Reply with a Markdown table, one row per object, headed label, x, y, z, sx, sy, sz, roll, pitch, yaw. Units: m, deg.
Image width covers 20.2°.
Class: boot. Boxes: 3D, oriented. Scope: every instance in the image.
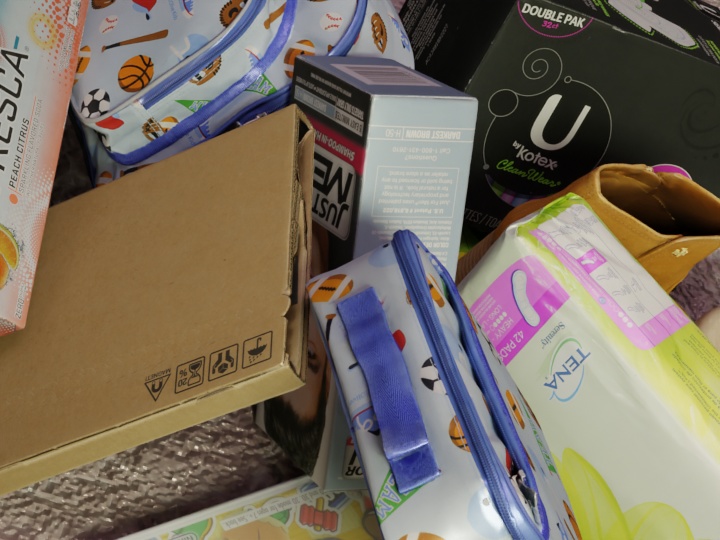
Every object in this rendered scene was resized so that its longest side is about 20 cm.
| label | x | y | z | sx | sy | sz | roll | pitch | yaw |
| --- | --- | --- | --- | --- | --- | --- | --- | --- | --- |
| boot | 0.159 | 0.004 | 1.117 | 0.201 | 0.144 | 0.071 | 17 | 58 | -36 |

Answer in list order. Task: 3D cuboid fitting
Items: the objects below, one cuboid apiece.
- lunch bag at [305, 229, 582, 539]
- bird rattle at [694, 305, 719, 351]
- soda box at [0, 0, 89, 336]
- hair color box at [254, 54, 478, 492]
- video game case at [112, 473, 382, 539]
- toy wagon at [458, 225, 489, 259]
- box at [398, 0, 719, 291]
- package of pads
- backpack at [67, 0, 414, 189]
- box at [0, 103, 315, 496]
| label | x | y | z | sx | sy | sz | roll | pitch | yaw |
| --- | --- | --- | --- | --- | --- | --- | --- | --- | --- |
| lunch bag | 0.043 | 0.086 | 0.884 | 0.075 | 0.160 | 0.200 | -26 | 44 | 5 |
| bird rattle | 0.231 | 0.096 | 1.117 | 0.199 | 0.113 | 0.163 | -25 | 77 | -29 |
| soda box | -0.196 | -0.064 | 1.021 | 0.068 | 0.063 | 0.201 | 32 | 53 | -40 |
| hair color box | 0.000 | 0.000 | 1.018 | 0.060 | 0.201 | 0.099 | -1 | 17 | -24 |
| video game case | -0.008 | 0.180 | 0.978 | 0.199 | 0.023 | 0.182 | -15 | 55 | -36 |
| toy wagon | 0.039 | -0.002 | 1.174 | 0.199 | 0.040 | 0.156 | 5 | 46 | -21 |
| box | 0.123 | -0.100 | 1.193 | 0.199 | 0.149 | 0.124 | 17 | 28 | -26 |
| package of pads | 0.119 | 0.078 | 1.021 | 0.200 | 0.155 | 0.068 | 50 | 43 | 11 |
| backpack | -0.072 | -0.115 | 1.109 | 0.190 | 0.154 | 0.200 | -26 | 51 | 2 |
| box | -0.112 | 0.016 | 0.979 | 0.021 | 0.199 | 0.164 | 46 | 33 | -41 |
